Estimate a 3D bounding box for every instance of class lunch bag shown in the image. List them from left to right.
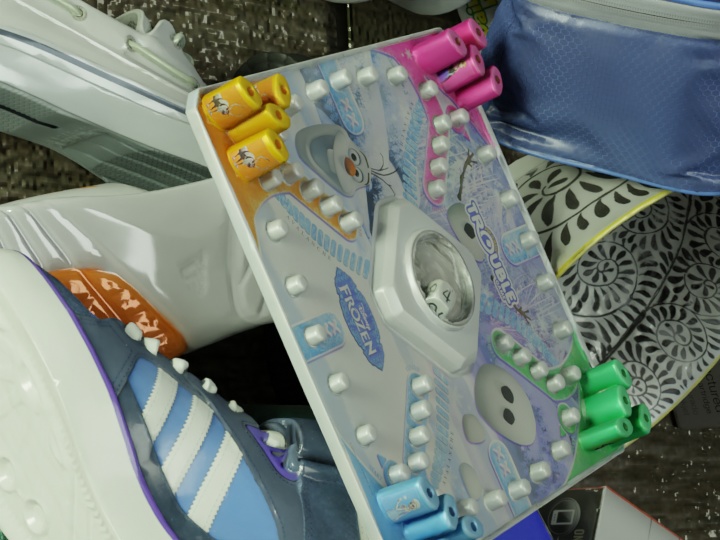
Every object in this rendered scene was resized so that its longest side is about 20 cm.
[{"bbox_3d":[0.139,-0.139,1.060,0.200,0.135,0.133,-59,161,-60],"label":"lunch bag"}]

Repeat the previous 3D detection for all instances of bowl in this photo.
[{"bbox_3d":[0.101,0.004,1.111,0.200,0.094,0.201,-31,147,-22],"label":"bowl"}]

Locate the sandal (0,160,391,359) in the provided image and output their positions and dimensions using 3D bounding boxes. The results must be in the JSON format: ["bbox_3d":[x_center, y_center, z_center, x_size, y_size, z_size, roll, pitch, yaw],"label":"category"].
[{"bbox_3d":[-0.088,0.002,0.922,0.205,0.059,0.080,-12,98,-18],"label":"sandal"}]

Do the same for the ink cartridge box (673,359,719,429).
[{"bbox_3d":[0.252,-0.002,1.227,0.083,0.199,0.146,-28,104,-47],"label":"ink cartridge box"}]

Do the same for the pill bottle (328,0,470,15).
[{"bbox_3d":[-0.022,-0.184,1.015,0.199,0.111,0.112,21,68,-44],"label":"pill bottle"}]

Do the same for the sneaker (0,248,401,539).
[{"bbox_3d":[-0.059,0.069,0.871,0.146,0.081,0.201,-16,67,-44],"label":"sneaker"}]

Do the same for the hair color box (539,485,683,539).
[{"bbox_3d":[0.145,0.191,1.142,0.200,0.061,0.102,37,58,-40],"label":"hair color box"}]

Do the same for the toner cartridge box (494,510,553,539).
[{"bbox_3d":[-0.003,0.168,0.990,0.200,0.095,0.043,-47,118,-42],"label":"toner cartridge box"}]

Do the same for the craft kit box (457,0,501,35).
[{"bbox_3d":[0.109,-0.199,1.219,0.200,0.048,0.198,-37,109,-45],"label":"craft kit box"}]

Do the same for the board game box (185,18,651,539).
[{"bbox_3d":[0.032,0.003,0.913,0.200,0.026,0.201,-22,88,-57],"label":"board game box"}]

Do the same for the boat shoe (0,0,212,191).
[{"bbox_3d":[-0.093,-0.076,0.944,0.200,0.073,0.067,25,66,-43],"label":"boat shoe"}]

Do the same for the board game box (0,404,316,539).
[{"bbox_3d":[-0.046,0.118,0.914,0.199,0.028,0.136,2,57,-28],"label":"board game box"}]

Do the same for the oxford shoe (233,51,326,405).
[{"bbox_3d":[0.000,0.000,1.041,0.084,0.072,0.201,-7,90,-54],"label":"oxford shoe"}]
